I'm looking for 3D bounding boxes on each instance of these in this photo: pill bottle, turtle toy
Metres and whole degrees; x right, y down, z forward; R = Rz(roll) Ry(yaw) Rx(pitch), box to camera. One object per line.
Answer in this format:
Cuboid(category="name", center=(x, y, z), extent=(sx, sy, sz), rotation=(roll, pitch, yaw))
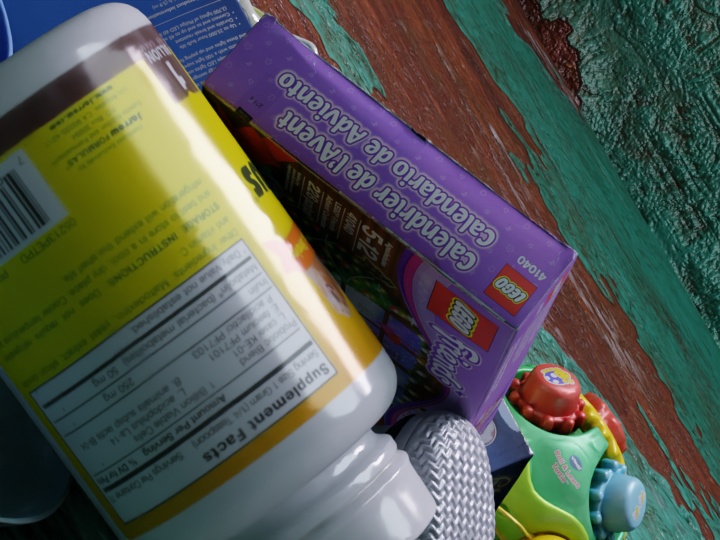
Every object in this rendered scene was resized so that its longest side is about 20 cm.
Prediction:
Cuboid(category="pill bottle", center=(-0.063, 0.020, 0.744), extent=(0.200, 0.109, 0.109), rotation=(55, 13, -4))
Cuboid(category="turtle toy", center=(0.079, 0.086, 1.178), extent=(0.200, 0.101, 0.146), rotation=(57, -8, -2))

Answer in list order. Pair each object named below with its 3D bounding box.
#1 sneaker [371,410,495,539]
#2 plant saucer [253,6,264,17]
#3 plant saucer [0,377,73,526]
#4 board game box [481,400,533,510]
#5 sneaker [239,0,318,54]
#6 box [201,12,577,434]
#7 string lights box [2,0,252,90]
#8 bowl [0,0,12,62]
Cuboid(category="sneaker", center=(-0.019, 0.149, 0.819), extent=(0.075, 0.114, 0.201), rotation=(34, 60, -59))
Cuboid(category="plant saucer", center=(-0.031, -0.076, 1.410), extent=(0.200, 0.031, 0.200), rotation=(53, 14, -19))
Cuboid(category="plant saucer", center=(-0.164, 0.001, 0.727), extent=(0.200, 0.027, 0.200), rotation=(52, 14, -18))
Cuboid(category="board game box", center=(0.006, 0.038, 1.089), extent=(0.201, 0.034, 0.136), rotation=(62, -25, 22))
Cuboid(category="sneaker", center=(-0.048, -0.086, 1.262), extent=(0.200, 0.077, 0.076), rotation=(55, 11, -15))
Cuboid(category="box", center=(0.000, 0.000, 0.839), extent=(0.137, 0.039, 0.200), rotation=(38, -19, 9))
Cuboid(category="string lights box", center=(-0.103, -0.095, 0.992), extent=(0.201, 0.102, 0.059), rotation=(61, -14, 16))
Cuboid(category="bowl", center=(-0.212, -0.144, 0.869), extent=(0.201, 0.039, 0.201), rotation=(53, 13, -18))
